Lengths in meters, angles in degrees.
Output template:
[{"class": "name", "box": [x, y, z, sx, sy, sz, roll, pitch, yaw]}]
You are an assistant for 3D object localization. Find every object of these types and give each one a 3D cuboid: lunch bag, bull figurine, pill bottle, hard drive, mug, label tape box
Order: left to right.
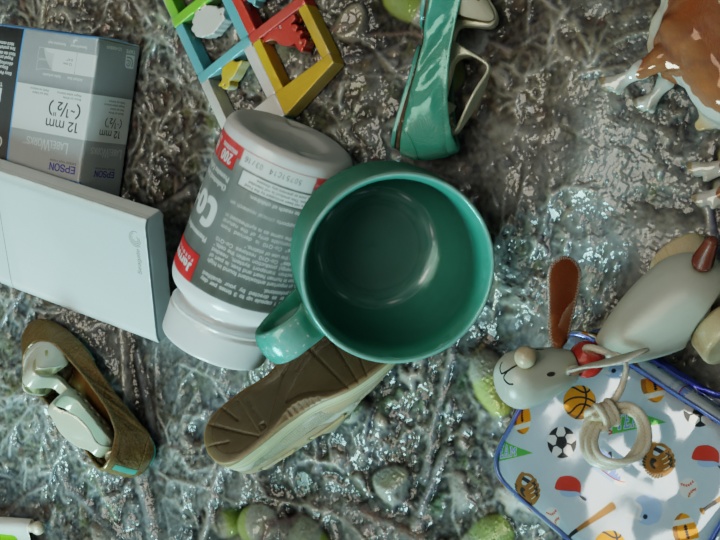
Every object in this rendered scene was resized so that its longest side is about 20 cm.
[{"class": "label tape box", "box": [-0.295, -0.127, 1.510, 0.143, 0.066, 0.201, 12, 94, 31]}, {"class": "hard drive", "box": [-0.264, -0.020, 1.478, 0.200, 0.027, 0.132, 18, 126, 28]}, {"class": "pill bottle", "box": [-0.093, -0.024, 1.353, 0.114, 0.114, 0.200, 32, 110, 27]}, {"class": "mug", "box": [0.005, -0.010, 1.267, 0.184, 0.114, 0.152, -3, 101, -9]}, {"class": "lunch bag", "box": [0.210, 0.141, 1.197, 0.200, 0.076, 0.161, 34, 104, 27]}, {"class": "bull figurine", "box": [0.256, -0.144, 1.177, 0.121, 0.065, 0.200, -44, 66, 27]}]

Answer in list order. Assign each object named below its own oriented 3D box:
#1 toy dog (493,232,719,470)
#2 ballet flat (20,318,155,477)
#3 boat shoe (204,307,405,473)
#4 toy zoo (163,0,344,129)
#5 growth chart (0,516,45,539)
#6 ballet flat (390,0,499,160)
[{"class": "toy dog", "box": [0.195, 0.033, 1.140, 0.200, 0.096, 0.132, -41, 57, -21]}, {"class": "ballet flat", "box": [-0.272, 0.118, 1.489, 0.200, 0.072, 0.068, 49, 113, 23]}, {"class": "boat shoe", "box": [-0.038, 0.105, 1.354, 0.200, 0.065, 0.072, -37, 57, 6]}, {"class": "toy zoo", "box": [-0.094, -0.206, 1.414, 0.131, 0.020, 0.200, -33, 73, 26]}, {"class": "growth chart", "box": [-0.349, 0.336, 1.566, 0.144, 0.018, 0.201, -13, 82, 31]}, {"class": "ballet flat", "box": [0.076, -0.187, 1.295, 0.070, 0.067, 0.201, 10, 96, 6]}]
